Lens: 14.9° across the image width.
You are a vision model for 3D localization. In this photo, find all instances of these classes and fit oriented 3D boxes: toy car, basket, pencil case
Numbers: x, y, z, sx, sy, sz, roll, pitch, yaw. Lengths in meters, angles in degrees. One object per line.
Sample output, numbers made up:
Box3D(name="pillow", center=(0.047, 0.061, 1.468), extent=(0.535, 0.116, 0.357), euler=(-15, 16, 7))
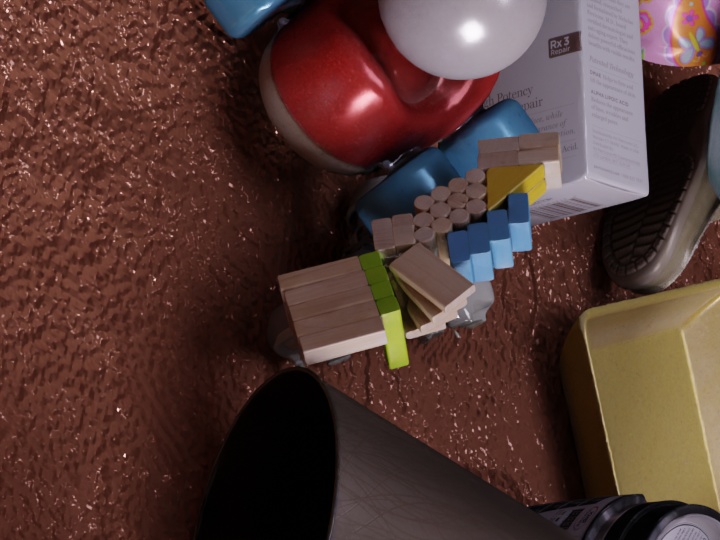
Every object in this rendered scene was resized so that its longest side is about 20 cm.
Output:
Box3D(name="toy car", center=(0.052, -0.149, 1.565), extent=(0.185, 0.200, 0.177), euler=(55, 40, 1))
Box3D(name="basket", center=(0.026, 0.169, 1.490), extent=(0.200, 0.136, 0.181), euler=(25, 51, -28))
Box3D(name="pencil case", center=(0.220, -0.232, 1.790), extent=(0.087, 0.087, 0.201), euler=(-33, 141, -50))

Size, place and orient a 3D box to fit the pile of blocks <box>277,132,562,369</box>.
Box3D(name="pile of blocks", center=(0.044, 0.003, 1.509), extent=(0.200, 0.082, 0.062), euler=(-35, 142, -20))

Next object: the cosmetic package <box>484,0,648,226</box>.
Box3D(name="cosmetic package", center=(0.122, -0.138, 1.769), extent=(0.074, 0.101, 0.201), euler=(13, 69, -48))

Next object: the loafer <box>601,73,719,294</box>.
Box3D(name="loafer", center=(0.224, -0.052, 1.894), extent=(0.068, 0.076, 0.200), euler=(47, 46, -25))

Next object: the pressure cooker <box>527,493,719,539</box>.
Box3D(name="pressure cooker", center=(0.158, 0.224, 1.630), extent=(0.178, 0.199, 0.177), euler=(22, 64, -46))

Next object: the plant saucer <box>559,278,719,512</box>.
Box3D(name="plant saucer", center=(0.202, 0.116, 1.840), extent=(0.200, 0.048, 0.201), euler=(-10, 87, -52))

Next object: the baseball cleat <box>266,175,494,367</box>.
Box3D(name="baseball cleat", center=(0.000, 0.000, 1.617), extent=(0.200, 0.070, 0.107), euler=(-5, 70, -57))

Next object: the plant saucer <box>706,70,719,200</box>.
Box3D(name="plant saucer", center=(0.264, -0.126, 1.828), extent=(0.200, 0.036, 0.201), euler=(13, 90, -76))
